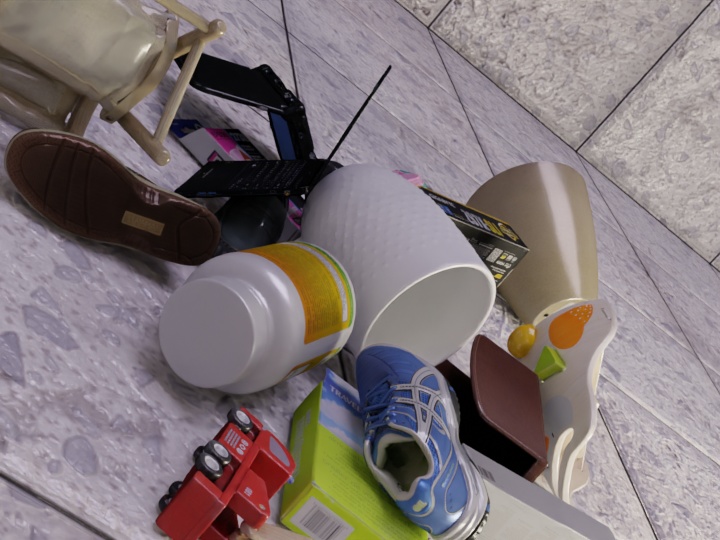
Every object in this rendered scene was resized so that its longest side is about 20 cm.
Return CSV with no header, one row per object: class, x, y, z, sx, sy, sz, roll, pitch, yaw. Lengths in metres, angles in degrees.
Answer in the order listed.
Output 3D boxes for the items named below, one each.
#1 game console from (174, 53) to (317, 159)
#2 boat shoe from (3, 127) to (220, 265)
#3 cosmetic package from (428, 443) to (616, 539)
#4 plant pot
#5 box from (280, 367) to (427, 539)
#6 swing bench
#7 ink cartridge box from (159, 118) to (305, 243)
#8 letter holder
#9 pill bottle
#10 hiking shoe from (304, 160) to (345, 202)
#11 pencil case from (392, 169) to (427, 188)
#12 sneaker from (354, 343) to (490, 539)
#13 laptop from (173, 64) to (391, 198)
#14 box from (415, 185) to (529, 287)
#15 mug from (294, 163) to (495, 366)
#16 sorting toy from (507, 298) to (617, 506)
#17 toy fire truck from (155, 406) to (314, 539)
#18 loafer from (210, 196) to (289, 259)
game console,-0.130,-0.167,1.636,0.200,0.115,0.178,-125,-160,-64
boat shoe,-0.216,-0.060,1.213,0.201,0.075,0.075,31,-2,-34
cosmetic package,0.137,0.231,1.265,0.199,0.083,0.051,33,17,-32
plant pot,0.252,-0.013,1.992,0.186,0.187,0.202,27,37,-41
box,-0.001,0.169,1.155,0.122,0.048,0.200,40,17,-13
swing bench,-0.255,-0.192,1.191,0.198,0.131,0.199,30,-11,-36
ink cartridge box,-0.125,-0.105,1.567,0.200,0.037,0.095,44,16,11
letter holder,0.089,0.132,1.365,0.142,0.101,0.200,38,17,-8
pill bottle,-0.084,0.038,1.173,0.111,0.111,0.200,45,17,10
hiking shoe,-0.010,-0.050,1.576,0.201,0.075,0.101,59,6,-37
pencil case,0.022,-0.083,1.759,0.088,0.088,0.200,46,16,13
sneaker,0.037,0.124,1.138,0.077,0.076,0.201,33,18,-41
laptop,-0.071,-0.137,1.405,0.197,0.105,0.177,-1,13,6
box,0.073,0.003,1.534,0.199,0.160,0.050,17,30,-54
mug,0.000,0.000,1.358,0.176,0.198,0.149,55,-16,34
sorting toy,0.208,0.159,1.474,0.105,0.203,0.181,2,29,-5
toy fire truck,-0.066,0.180,0.979,0.141,0.049,0.200,42,16,-3
loafer,-0.108,-0.048,1.398,0.068,0.071,0.201,37,17,-7
